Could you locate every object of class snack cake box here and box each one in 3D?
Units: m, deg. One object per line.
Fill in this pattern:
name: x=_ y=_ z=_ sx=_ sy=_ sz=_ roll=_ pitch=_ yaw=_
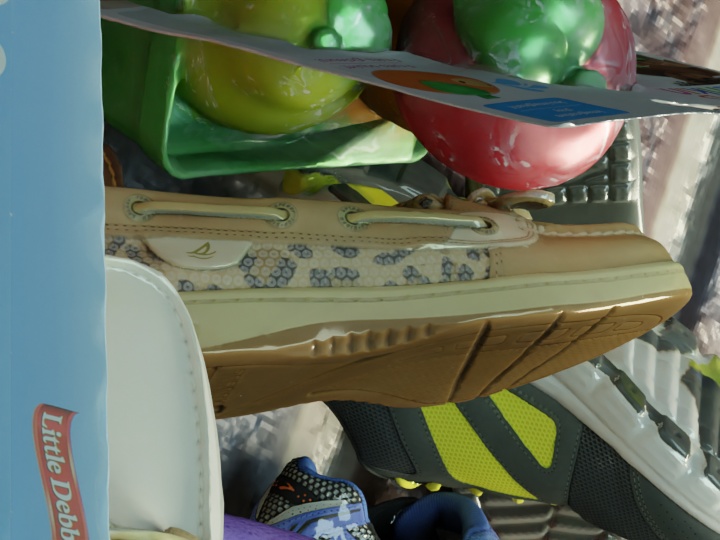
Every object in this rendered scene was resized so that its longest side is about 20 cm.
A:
snack cake box: x=-0.110 y=0.006 z=0.585 sx=0.067 sy=0.115 sz=0.201 roll=16 pitch=50 yaw=-27

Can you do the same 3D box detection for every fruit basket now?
fruit basket: x=0.022 y=-0.069 z=0.741 sx=0.185 sy=0.199 sz=0.094 roll=-7 pitch=103 yaw=-53

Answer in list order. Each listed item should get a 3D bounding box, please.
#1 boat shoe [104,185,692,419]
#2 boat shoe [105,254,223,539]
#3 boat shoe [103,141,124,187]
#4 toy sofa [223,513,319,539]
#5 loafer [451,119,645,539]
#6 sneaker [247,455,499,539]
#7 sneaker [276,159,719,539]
boat shoe: x=0.000 y=0.000 z=0.743 sx=0.199 sy=0.073 sz=0.063 roll=-3 pitch=68 yaw=-26
boat shoe: x=-0.060 y=0.083 z=0.607 sx=0.074 sy=0.068 sz=0.201 roll=13 pitch=63 yaw=-22
boat shoe: x=-0.098 y=0.054 z=0.755 sx=0.072 sy=0.067 sz=0.201 roll=20 pitch=81 yaw=-42
toy sofa: x=-0.065 y=0.097 z=0.678 sx=0.199 sy=0.098 sz=0.083 roll=17 pitch=86 yaw=-19
loafer: x=0.068 y=0.008 z=0.899 sx=0.070 sy=0.075 sz=0.201 roll=-79 pitch=172 yaw=-66
sneaker: x=0.033 y=0.115 z=0.875 sx=0.199 sy=0.075 sz=0.079 roll=22 pitch=89 yaw=-44
sneaker: x=0.045 y=0.040 z=0.844 sx=0.200 sy=0.085 sz=0.075 roll=37 pitch=28 yaw=-2
